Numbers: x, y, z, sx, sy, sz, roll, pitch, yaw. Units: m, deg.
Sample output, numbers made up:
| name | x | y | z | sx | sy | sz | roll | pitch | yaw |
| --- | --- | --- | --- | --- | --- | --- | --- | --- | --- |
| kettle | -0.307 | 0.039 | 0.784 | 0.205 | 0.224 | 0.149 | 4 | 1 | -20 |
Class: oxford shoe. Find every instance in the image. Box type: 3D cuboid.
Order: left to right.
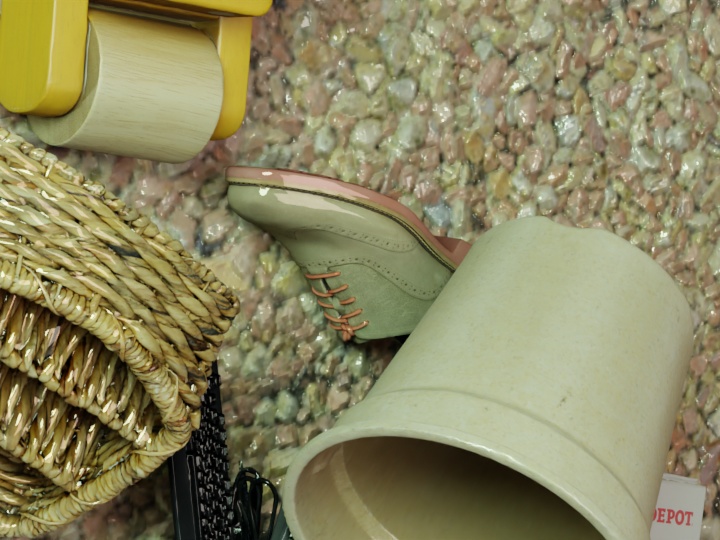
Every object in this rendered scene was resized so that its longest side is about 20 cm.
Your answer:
| name | x | y | z | sx | sy | sz | roll | pitch | yaw |
| --- | --- | --- | --- | --- | --- | --- | --- | --- | --- |
| oxford shoe | 0.000 | 0.000 | 1.466 | 0.199 | 0.070 | 0.075 | 26 | 78 | -38 |

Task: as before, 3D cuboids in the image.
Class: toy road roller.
| name | x | y | z | sx | sy | sz | roll | pitch | yaw |
| --- | --- | --- | --- | --- | --- | --- | --- | --- | --- |
| toy road roller | -0.089 | -0.156 | 1.332 | 0.122 | 0.146 | 0.201 | 6 | 88 | -40 |

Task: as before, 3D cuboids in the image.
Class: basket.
| name | x | y | z | sx | sy | sz | roll | pitch | yaw |
| --- | --- | --- | --- | --- | --- | --- | --- | --- | --- |
| basket | -0.170 | 0.033 | 1.278 | 0.200 | 0.142 | 0.150 | 37 | 69 | -35 |

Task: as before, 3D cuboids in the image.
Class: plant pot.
| name | x | y | z | sx | sy | sz | roll | pitch | yaw |
| --- | --- | --- | --- | --- | --- | --- | --- | --- | --- |
| plant pot | 0.086 | 0.081 | 1.410 | 0.201 | 0.200 | 0.184 | 52 | 48 | -29 |

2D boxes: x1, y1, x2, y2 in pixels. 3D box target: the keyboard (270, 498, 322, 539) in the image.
| name | x | y | z | sx | sy | sz | roll | pitch | yaw |
| --- | --- | --- | --- | --- | --- | --- | --- | --- | --- |
| keyboard | 0.014 | 0.162 | 1.491 | 0.200 | 0.020 | 0.128 | 44 | 54 | -48 |

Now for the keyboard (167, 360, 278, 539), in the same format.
| name | x | y | z | sx | sy | sz | roll | pitch | yaw |
| --- | --- | --- | --- | --- | --- | --- | --- | --- | --- |
| keyboard | -0.066 | 0.139 | 1.405 | 0.104 | 0.039 | 0.201 | -38 | 125 | -76 |

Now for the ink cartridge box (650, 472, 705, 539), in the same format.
| name | x | y | z | sx | sy | sz | roll | pitch | yaw |
| --- | --- | --- | --- | --- | --- | --- | --- | --- | --- |
| ink cartridge box | 0.119 | 0.210 | 1.553 | 0.145 | 0.083 | 0.201 | 13 | 83 | -53 |
